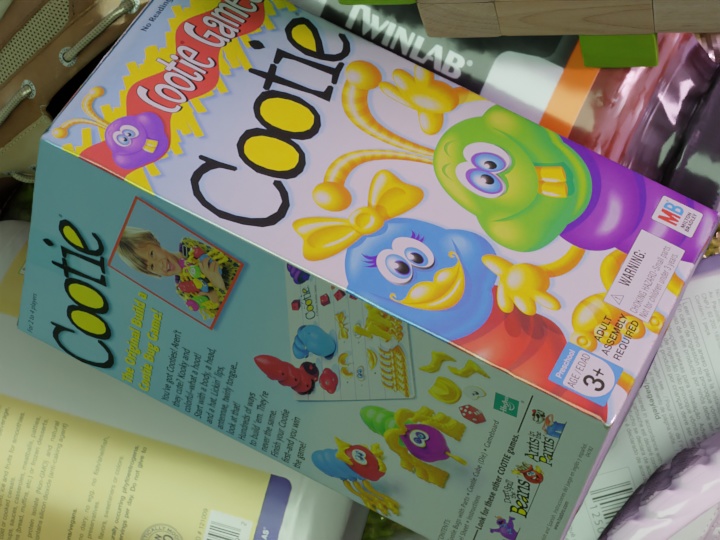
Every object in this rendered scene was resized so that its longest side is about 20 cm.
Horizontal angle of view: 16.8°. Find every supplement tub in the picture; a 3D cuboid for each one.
[{"bbox_3d":[-0.095,0.065,0.907,0.199,0.145,0.146,16,105,5],"label":"supplement tub"},{"bbox_3d":[0.045,-0.075,0.870,0.199,0.107,0.108,26,107,10],"label":"supplement tub"}]

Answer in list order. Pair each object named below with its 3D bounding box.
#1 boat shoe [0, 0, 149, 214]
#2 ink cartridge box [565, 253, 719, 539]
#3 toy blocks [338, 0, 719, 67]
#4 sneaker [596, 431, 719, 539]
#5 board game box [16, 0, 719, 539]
[{"bbox_3d":[-0.121,-0.064,0.912,0.072,0.076,0.200,46,133,11],"label":"boat shoe"},{"bbox_3d":[0.136,0.055,0.879,0.199,0.042,0.120,-17,97,21],"label":"ink cartridge box"},{"bbox_3d":[0.095,-0.149,0.784,0.198,0.100,0.138,0,70,10],"label":"toy blocks"},{"bbox_3d":[0.141,0.090,0.824,0.200,0.075,0.082,-42,86,20],"label":"sneaker"},{"bbox_3d":[0.000,0.000,0.811,0.199,0.103,0.105,27,141,8],"label":"board game box"}]
